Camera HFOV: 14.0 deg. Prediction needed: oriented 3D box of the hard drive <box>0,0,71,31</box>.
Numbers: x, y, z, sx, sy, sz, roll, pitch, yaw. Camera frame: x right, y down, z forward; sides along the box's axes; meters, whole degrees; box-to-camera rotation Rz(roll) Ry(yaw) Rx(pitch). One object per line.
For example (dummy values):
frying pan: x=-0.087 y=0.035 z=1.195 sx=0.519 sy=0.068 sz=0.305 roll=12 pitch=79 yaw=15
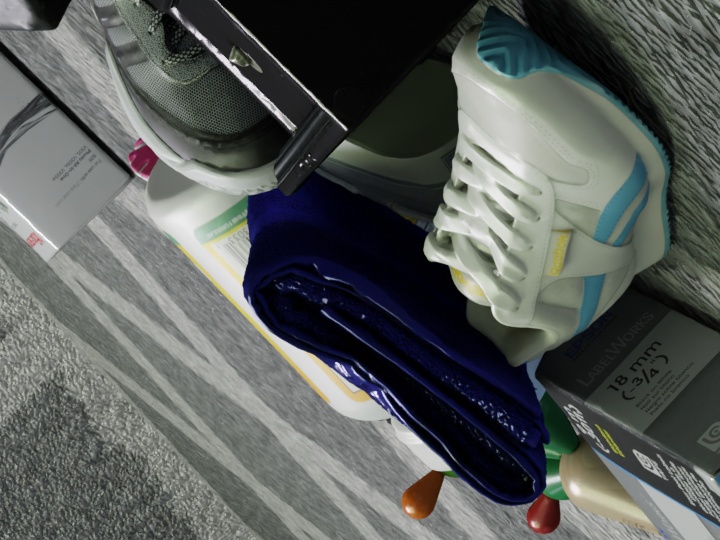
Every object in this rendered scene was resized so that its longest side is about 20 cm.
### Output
hard drive: x=-0.233 y=-0.159 z=1.232 sx=0.200 sy=0.033 sz=0.140 roll=5 pitch=144 yaw=24

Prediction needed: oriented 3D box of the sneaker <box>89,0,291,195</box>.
sneaker: x=-0.085 y=-0.128 z=1.206 sx=0.200 sy=0.075 sz=0.114 roll=62 pitch=176 yaw=26

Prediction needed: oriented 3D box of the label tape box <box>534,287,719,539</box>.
label tape box: x=0.148 y=0.080 z=1.280 sx=0.144 sy=0.063 sz=0.200 roll=50 pitch=169 yaw=-33

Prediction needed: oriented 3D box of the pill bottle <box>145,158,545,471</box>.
pill bottle: x=0.000 y=0.000 z=1.413 sx=0.200 sy=0.113 sz=0.113 roll=47 pitch=171 yaw=-19

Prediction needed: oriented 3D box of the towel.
towel: x=0.017 y=0.014 z=1.239 sx=0.148 sy=0.050 sz=0.200 roll=39 pitch=-170 yaw=-11

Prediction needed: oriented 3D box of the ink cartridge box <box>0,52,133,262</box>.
ink cartridge box: x=-0.277 y=-0.105 z=2.242 sx=0.200 sy=0.084 sz=0.146 roll=44 pitch=172 yaw=-4

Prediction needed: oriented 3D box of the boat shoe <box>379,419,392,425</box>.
boat shoe: x=0.024 y=0.052 z=1.646 sx=0.060 sy=0.074 sz=0.200 roll=51 pitch=177 yaw=17

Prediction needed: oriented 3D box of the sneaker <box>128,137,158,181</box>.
sneaker: x=-0.049 y=-0.029 z=1.634 sx=0.088 sy=0.081 sz=0.200 roll=49 pitch=178 yaw=-36

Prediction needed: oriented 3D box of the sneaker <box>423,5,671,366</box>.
sneaker: x=0.066 y=-0.026 z=1.105 sx=0.076 sy=0.081 sz=0.200 roll=41 pitch=170 yaw=26

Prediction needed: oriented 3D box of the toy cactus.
toy cactus: x=0.093 y=0.095 z=1.557 sx=0.165 sy=0.102 sz=0.200 roll=28 pitch=156 yaw=27

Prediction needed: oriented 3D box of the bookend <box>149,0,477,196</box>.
bookend: x=-0.055 y=-0.138 z=1.080 sx=0.200 sy=0.092 sz=0.199 roll=45 pitch=171 yaw=-2

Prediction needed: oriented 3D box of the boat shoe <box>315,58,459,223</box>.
boat shoe: x=0.001 y=-0.061 z=1.265 sx=0.201 sy=0.070 sz=0.072 roll=28 pitch=159 yaw=52
